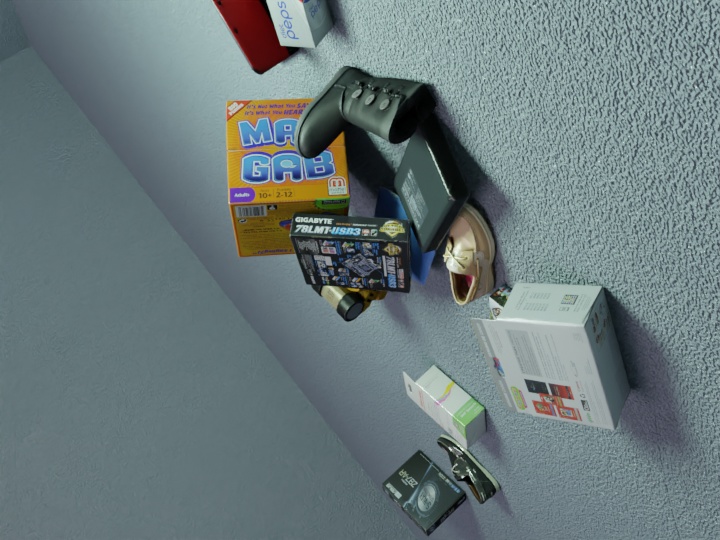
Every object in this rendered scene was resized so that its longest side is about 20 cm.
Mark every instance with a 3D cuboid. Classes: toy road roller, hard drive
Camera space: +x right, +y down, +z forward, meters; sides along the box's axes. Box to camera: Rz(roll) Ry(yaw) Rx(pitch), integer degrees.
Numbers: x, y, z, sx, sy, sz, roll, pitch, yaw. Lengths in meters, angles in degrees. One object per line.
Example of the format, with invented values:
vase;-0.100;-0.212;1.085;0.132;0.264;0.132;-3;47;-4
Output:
toy road roller;0.000;0.000;1.604;0.123;0.145;0.201;41;121;31
hard drive;0.103;-0.128;1.156;0.200;0.033;0.141;111;140;-69

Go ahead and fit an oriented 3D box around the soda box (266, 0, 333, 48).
soda box;-0.103;-0.429;1.098;0.068;0.064;0.201;13;141;27

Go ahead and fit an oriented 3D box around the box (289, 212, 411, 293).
box;-0.010;-0.027;1.307;0.196;0.050;0.200;3;155;7

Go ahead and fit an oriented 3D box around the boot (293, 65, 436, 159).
boot;0.001;-0.218;1.121;0.065;0.166;0.199;31;-179;-45

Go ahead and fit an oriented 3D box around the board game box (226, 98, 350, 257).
board game box;-0.128;-0.161;1.334;0.200;0.198;0.202;100;165;-65

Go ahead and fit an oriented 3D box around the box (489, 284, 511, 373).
box;0.278;0.130;1.253;0.136;0.038;0.201;39;157;36

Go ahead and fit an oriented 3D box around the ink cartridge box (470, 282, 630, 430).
ink cartridge box;0.275;0.120;1.088;0.174;0.084;0.201;3;130;38

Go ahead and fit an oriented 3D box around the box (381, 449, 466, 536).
box;0.183;0.645;2.199;0.200;0.160;0.044;38;157;39

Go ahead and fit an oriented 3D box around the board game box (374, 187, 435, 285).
board game box;0.089;-0.070;1.351;0.158;0.039;0.200;52;160;19

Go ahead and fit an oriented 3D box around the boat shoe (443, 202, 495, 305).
boat shoe;0.168;-0.019;1.200;0.074;0.069;0.201;36;154;41

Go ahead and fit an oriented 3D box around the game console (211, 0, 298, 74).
game console;-0.209;-0.433;1.287;0.201;0.118;0.172;59;160;-17

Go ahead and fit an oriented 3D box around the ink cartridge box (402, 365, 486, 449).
ink cartridge box;0.190;0.297;1.710;0.200;0.067;0.118;39;157;33

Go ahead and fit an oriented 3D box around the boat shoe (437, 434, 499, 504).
boat shoe;0.259;0.497;1.905;0.200;0.067;0.072;45;162;27
